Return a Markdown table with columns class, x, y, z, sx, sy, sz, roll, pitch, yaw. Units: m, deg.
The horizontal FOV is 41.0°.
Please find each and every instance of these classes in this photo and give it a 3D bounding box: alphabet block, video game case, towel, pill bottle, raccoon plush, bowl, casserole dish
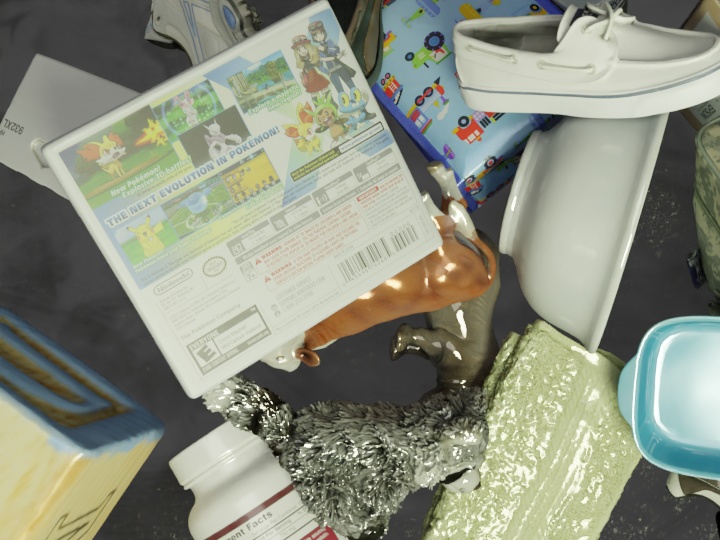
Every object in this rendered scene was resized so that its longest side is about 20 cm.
| class | x | y | z | sx | sy | sz | roll | pitch | yaw |
| --- | --- | --- | --- | --- | --- | --- | --- | --- | --- |
| alphabet block | -0.301 | 0.156 | 0.738 | 0.195 | 0.196 | 0.200 | 34 | 90 | 8 |
| video game case | -0.067 | -0.045 | 0.615 | 0.200 | 0.022 | 0.182 | -31 | 108 | -13 |
| towel | 0.143 | 0.150 | 0.750 | 0.148 | 0.036 | 0.200 | 26 | 94 | -14 |
| pill bottle | -0.061 | 0.211 | 0.753 | 0.113 | 0.113 | 0.200 | -33 | 83 | 3 |
| raccoon plush | -0.001 | 0.108 | 0.692 | 0.200 | 0.097 | 0.134 | 32 | 116 | -21 |
| bowl | 0.159 | -0.047 | 0.710 | 0.090 | 0.201 | 0.201 | 17 | 88 | 14 |
| casserole dish | 0.289 | 0.091 | 0.692 | 0.200 | 0.039 | 0.121 | 4 | 100 | 18 |

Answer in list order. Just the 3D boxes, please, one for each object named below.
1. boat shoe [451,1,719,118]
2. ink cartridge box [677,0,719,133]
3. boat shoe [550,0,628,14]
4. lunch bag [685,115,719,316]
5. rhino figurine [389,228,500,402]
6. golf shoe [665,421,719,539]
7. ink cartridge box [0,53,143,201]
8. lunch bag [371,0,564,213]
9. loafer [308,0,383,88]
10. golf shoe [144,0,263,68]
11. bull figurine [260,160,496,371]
| class | x | y | z | sx | sy | sz | roll | pitch | yaw |
| --- | --- | --- | --- | --- | --- | --- | --- | --- | --- |
| boat shoe | 0.151 | -0.146 | 0.648 | 0.200 | 0.065 | 0.074 | 2 | 41 | 30 |
| ink cartridge box | 0.317 | -0.188 | 0.697 | 0.165 | 0.200 | 0.075 | -34 | 84 | 4 |
| boat shoe | 0.156 | -0.264 | 0.783 | 0.074 | 0.068 | 0.199 | -39 | 59 | 9 |
| lunch bag | 0.349 | -0.046 | 0.706 | 0.200 | 0.168 | 0.139 | -25 | 50 | 2 |
| rhino figurine | 0.069 | 0.057 | 0.776 | 0.087 | 0.060 | 0.200 | 1 | 90 | -5 |
| golf shoe | 0.328 | 0.198 | 0.739 | 0.200 | 0.078 | 0.095 | 41 | 94 | 17 |
| ink cartridge box | -0.143 | -0.068 | 0.713 | 0.145 | 0.200 | 0.084 | 25 | 89 | 36 |
| lunch bag | 0.082 | -0.175 | 0.783 | 0.151 | 0.094 | 0.200 | -39 | 75 | 5 |
| loafer | -0.014 | -0.239 | 0.775 | 0.072 | 0.063 | 0.200 | -9 | 67 | 11 |
| golf shoe | -0.152 | -0.236 | 0.811 | 0.097 | 0.078 | 0.200 | -29 | 83 | 9 |
| bull figurine | 0.000 | 0.000 | 0.709 | 0.200 | 0.065 | 0.121 | -16 | 117 | -7 |
